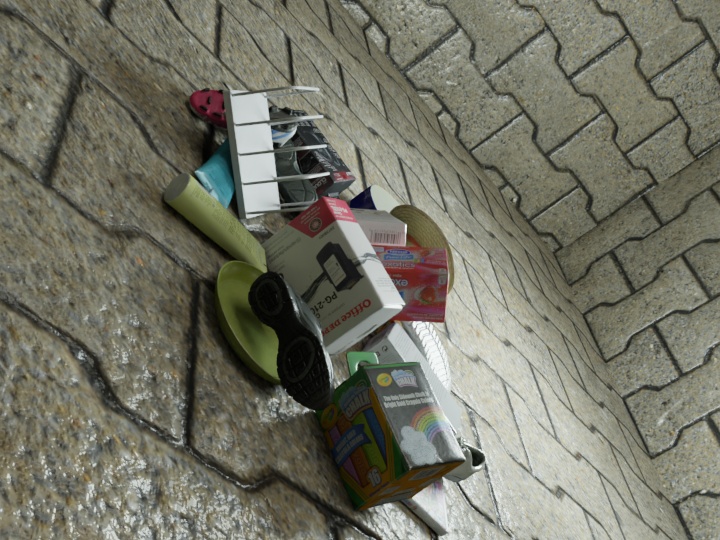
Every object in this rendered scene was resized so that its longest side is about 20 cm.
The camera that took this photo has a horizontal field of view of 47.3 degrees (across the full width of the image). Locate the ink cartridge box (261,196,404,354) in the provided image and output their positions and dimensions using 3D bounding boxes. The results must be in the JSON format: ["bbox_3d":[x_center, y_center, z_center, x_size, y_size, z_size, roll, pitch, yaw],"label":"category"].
[{"bbox_3d":[-0.046,0.011,1.282,0.201,0.144,0.084,60,22,15],"label":"ink cartridge box"}]

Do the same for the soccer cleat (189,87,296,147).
[{"bbox_3d":[-0.210,-0.258,1.447,0.198,0.086,0.071,10,59,-25],"label":"soccer cleat"}]

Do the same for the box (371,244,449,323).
[{"bbox_3d":[0.047,0.020,1.399,0.103,0.197,0.096,-86,179,-62],"label":"box"}]

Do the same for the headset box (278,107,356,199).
[{"bbox_3d":[-0.101,-0.217,1.622,0.201,0.077,0.149,54,19,2],"label":"headset box"}]

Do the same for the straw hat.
[{"bbox_3d":[0.087,-0.017,1.577,0.085,0.201,0.202,-31,85,-30],"label":"straw hat"}]

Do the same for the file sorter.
[{"bbox_3d":[-0.127,-0.196,1.338,0.139,0.123,0.202,-30,115,-70],"label":"file sorter"}]

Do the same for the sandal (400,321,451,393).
[{"bbox_3d":[0.109,0.140,1.484,0.082,0.049,0.204,-36,106,-56],"label":"sandal"}]

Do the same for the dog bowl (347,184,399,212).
[{"bbox_3d":[0.053,-0.082,1.773,0.200,0.079,0.201,46,21,-23],"label":"dog bowl"}]

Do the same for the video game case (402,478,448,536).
[{"bbox_3d":[0.066,0.299,1.270,0.200,0.018,0.144,46,22,-24],"label":"video game case"}]

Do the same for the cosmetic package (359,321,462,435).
[{"bbox_3d":[0.086,0.197,1.403,0.201,0.071,0.101,54,18,-3],"label":"cosmetic package"}]

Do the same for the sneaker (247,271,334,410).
[{"bbox_3d":[-0.077,0.094,1.101,0.091,0.076,0.201,30,33,-61],"label":"sneaker"}]

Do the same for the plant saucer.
[{"bbox_3d":[-0.136,0.079,1.133,0.200,0.031,0.201,46,22,-25],"label":"plant saucer"}]

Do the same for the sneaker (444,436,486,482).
[{"bbox_3d":[0.137,0.291,1.316,0.199,0.071,0.074,27,33,-54],"label":"sneaker"}]

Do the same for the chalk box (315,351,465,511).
[{"bbox_3d":[0.030,0.207,1.142,0.124,0.124,0.201,5,51,-44],"label":"chalk box"}]

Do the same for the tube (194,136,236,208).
[{"bbox_3d":[-0.216,-0.168,1.332,0.078,0.050,0.201,51,24,-20],"label":"tube"}]

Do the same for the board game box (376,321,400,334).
[{"bbox_3d":[0.077,0.091,1.594,0.151,0.046,0.201,39,25,-39],"label":"board game box"}]

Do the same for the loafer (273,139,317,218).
[{"bbox_3d":[-0.144,-0.178,1.515,0.071,0.063,0.201,-15,63,-27],"label":"loafer"}]

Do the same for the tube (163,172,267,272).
[{"bbox_3d":[-0.199,-0.060,1.194,0.200,0.052,0.058,44,63,-39],"label":"tube"}]

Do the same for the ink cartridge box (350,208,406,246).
[{"bbox_3d":[-0.012,-0.084,1.519,0.200,0.159,0.051,-136,-129,-77],"label":"ink cartridge box"}]
